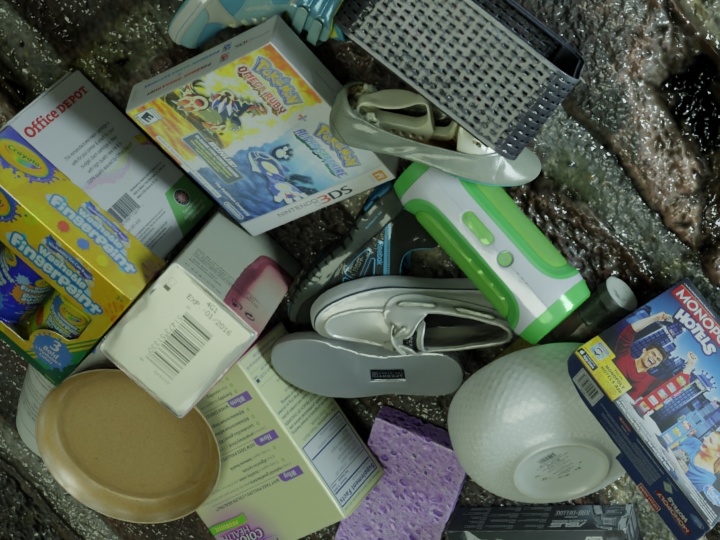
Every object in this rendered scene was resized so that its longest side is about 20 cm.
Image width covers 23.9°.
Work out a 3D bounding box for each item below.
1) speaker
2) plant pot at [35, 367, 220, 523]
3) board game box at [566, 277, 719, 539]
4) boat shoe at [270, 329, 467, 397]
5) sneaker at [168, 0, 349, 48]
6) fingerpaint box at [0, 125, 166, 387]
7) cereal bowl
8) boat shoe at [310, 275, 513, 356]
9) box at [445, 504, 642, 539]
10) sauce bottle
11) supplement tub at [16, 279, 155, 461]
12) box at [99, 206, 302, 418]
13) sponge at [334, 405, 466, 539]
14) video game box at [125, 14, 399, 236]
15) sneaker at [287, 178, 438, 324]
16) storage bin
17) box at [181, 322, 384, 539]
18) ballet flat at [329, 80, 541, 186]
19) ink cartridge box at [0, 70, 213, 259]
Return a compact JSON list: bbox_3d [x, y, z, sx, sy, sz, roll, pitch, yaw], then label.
[{"bbox_3d":[0.123,-0.029,1.592,0.200,0.088,0.088,49,125,7],"label":"speaker"},{"bbox_3d":[-0.239,0.178,1.766,0.200,0.027,0.200,6,122,10],"label":"plant pot"},{"bbox_3d":[0.320,0.118,1.575,0.200,0.200,0.062,54,153,14],"label":"board game box"},{"bbox_3d":[0.011,0.082,1.726,0.200,0.070,0.071,0,121,13],"label":"boat shoe"},{"bbox_3d":[-0.082,-0.239,1.580,0.131,0.080,0.200,48,125,-7],"label":"sneaker"},{"bbox_3d":[-0.314,-0.010,1.629,0.200,0.073,0.167,42,130,-4],"label":"fingerpaint box"},{"bbox_3d":[0.187,0.163,1.643,0.200,0.083,0.200,-4,138,-3],"label":"cereal bowl"},{"bbox_3d":[0.051,0.052,1.658,0.200,0.066,0.072,0,133,-4],"label":"boat shoe"},{"bbox_3d":[0.205,0.326,1.798,0.200,0.050,0.158,-4,116,24],"label":"box"},{"bbox_3d":[0.187,0.078,1.658,0.066,0.066,0.200,41,125,-4],"label":"sauce bottle"},{"bbox_3d":[-0.287,0.100,1.821,0.132,0.132,0.200,28,124,5],"label":"supplement tub"},{"bbox_3d":[-0.153,0.035,1.677,0.109,0.200,0.128,41,112,-5],"label":"box"},{"bbox_3d":[0.045,0.246,1.829,0.111,0.030,0.200,24,124,10],"label":"sponge"},{"bbox_3d":[-0.091,-0.132,1.622,0.182,0.047,0.200,-23,129,30],"label":"video game box"},{"bbox_3d":[0.000,0.000,1.685,0.082,0.073,0.200,38,127,-7],"label":"sneaker"},{"bbox_3d":[0.088,-0.201,1.486,0.200,0.135,0.094,39,109,-2],"label":"storage bin"},{"bbox_3d":[-0.108,0.186,1.800,0.176,0.097,0.200,-30,97,37],"label":"box"},{"bbox_3d":[0.071,-0.126,1.537,0.200,0.067,0.064,13,137,-1],"label":"ballet flat"},{"bbox_3d":[-0.268,-0.082,1.701,0.200,0.145,0.084,44,128,-6],"label":"ink cartridge box"}]
